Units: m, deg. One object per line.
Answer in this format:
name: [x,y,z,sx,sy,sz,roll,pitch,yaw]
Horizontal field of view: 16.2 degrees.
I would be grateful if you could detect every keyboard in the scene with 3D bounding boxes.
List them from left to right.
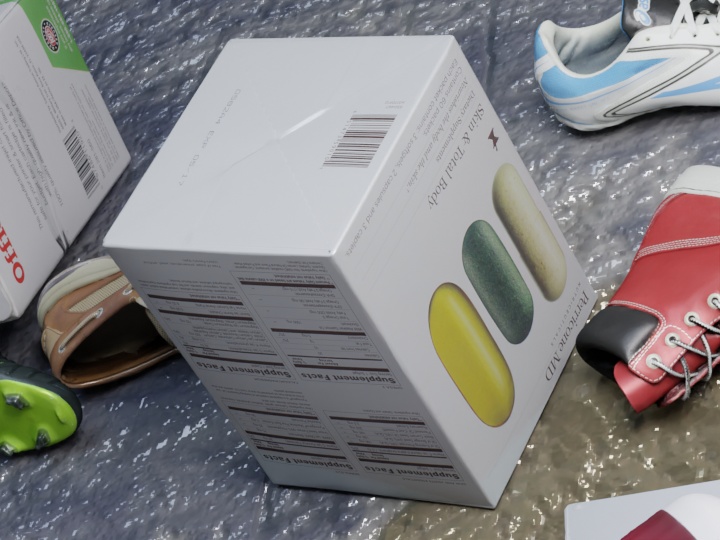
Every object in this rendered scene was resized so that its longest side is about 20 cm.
keyboard: [0.194,0.114,1.198,0.200,0.011,0.056,-10,30,12]

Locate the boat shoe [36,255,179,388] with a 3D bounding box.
boat shoe: [-0.102,0.015,1.494,0.200,0.076,0.072,-28,41,21]

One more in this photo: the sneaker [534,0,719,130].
sneaker: [0.193,-0.132,1.443,0.200,0.073,0.072,-13,40,21]

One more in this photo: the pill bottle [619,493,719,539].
pill bottle: [0.137,0.172,1.118,0.200,0.113,0.113,-36,38,-5]

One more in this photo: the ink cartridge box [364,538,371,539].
ink cartridge box: [-0.045,0.214,1.188,0.200,0.042,0.119,-33,25,-12]

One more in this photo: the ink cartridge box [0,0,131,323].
ink cartridge box: [-0.237,-0.073,1.579,0.084,0.146,0.200,-11,27,25]

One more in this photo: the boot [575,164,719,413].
boot: [0.205,0.021,1.273,0.200,0.072,0.144,6,52,49]

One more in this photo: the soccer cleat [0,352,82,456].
soccer cleat: [-0.239,0.066,1.537,0.200,0.068,0.081,1,41,37]

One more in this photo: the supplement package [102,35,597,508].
supplement package: [0.000,0.000,1.328,0.151,0.200,0.152,3,50,36]
